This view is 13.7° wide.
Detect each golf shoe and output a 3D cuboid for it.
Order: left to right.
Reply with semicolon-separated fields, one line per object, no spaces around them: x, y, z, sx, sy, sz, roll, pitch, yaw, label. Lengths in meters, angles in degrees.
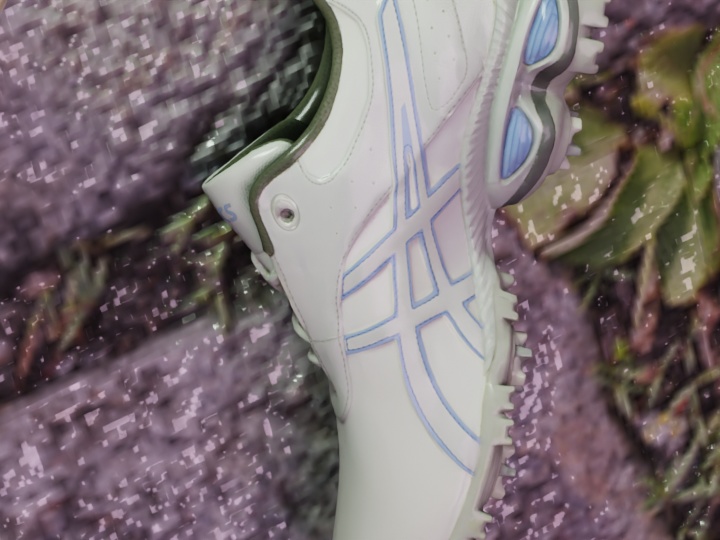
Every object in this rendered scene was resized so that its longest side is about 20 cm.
0.000;0.000;0.816;0.097;0.078;0.201;8;97;-14;golf shoe

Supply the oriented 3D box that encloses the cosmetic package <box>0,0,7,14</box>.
-0.182;-0.094;0.652;0.200;0.105;0.071;27;92;-35;cosmetic package
